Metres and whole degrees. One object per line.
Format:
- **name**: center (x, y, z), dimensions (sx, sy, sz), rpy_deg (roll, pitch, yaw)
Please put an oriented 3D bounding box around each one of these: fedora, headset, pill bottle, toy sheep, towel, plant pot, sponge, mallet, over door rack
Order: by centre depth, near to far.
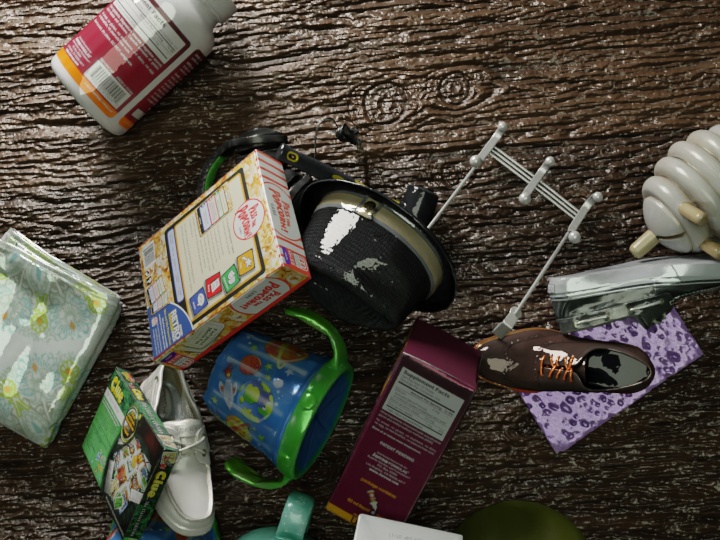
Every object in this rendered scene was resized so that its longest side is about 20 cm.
- **plant pot**: center (0.173, 0.355, 0.977), dimensions (0.184, 0.200, 0.191), rpy_deg (0, 89, 4)
- **fedora**: center (0.000, 0.000, 0.999), dimensions (0.200, 0.201, 0.092), rpy_deg (37, 62, 4)
- **toy sheep**: center (0.371, -0.081, 1.011), dimensions (0.199, 0.138, 0.139), rpy_deg (-35, 87, 1)
- **over door rack**: center (0.159, -0.049, 1.035), dimensions (0.147, 0.067, 0.201), rpy_deg (37, 76, 4)
- **mallet**: center (0.001, -0.099, 1.042), dimensions (0.199, 0.041, 0.066), rpy_deg (32, 87, -24)
- **pill bottle**: center (-0.238, -0.258, 1.060), dimensions (0.200, 0.113, 0.113), rpy_deg (-42, 87, 1)
- **sponge**: center (0.271, 0.103, 1.063), dimensions (0.199, 0.030, 0.112), rpy_deg (-35, 86, 3)
- **headset**: center (-0.092, -0.108, 1.081), dimensions (0.198, 0.094, 0.125), rpy_deg (-32, 86, 17)
- **towel**: center (-0.389, 0.076, 1.093), dimensions (0.170, 0.048, 0.202), rpy_deg (29, 91, 4)

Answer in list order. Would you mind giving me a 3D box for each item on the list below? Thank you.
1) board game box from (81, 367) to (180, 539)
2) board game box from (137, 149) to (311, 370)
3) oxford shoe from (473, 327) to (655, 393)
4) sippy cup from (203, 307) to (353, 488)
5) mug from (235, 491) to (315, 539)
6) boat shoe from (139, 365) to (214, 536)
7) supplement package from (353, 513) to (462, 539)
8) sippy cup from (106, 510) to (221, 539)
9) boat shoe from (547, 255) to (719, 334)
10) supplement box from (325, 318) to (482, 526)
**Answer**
- **board game box**: center (-0.251, 0.192, 1.015), dimensions (0.023, 0.200, 0.106), rpy_deg (19, 99, -32)
- **board game box**: center (-0.152, -0.009, 1.011), dimensions (0.199, 0.046, 0.153), rpy_deg (-34, 54, 27)
- **oxford shoe**: center (0.215, 0.097, 1.014), dimensions (0.196, 0.073, 0.073), rpy_deg (0, 86, 10)
- **sippy cup**: center (-0.094, 0.136, 1.033), dimensions (0.129, 0.140, 0.179), rpy_deg (25, 66, 14)
- **mug**: center (-0.084, 0.350, 1.035), dimensions (0.185, 0.114, 0.153), rpy_deg (-41, 86, 1)
- **boat shoe**: center (-0.198, 0.185, 1.020), dimensions (0.070, 0.070, 0.202), rpy_deg (-56, 46, 36)
- **supplement package**: center (0.034, 0.365, 0.979), dimensions (0.112, 0.110, 0.202), rpy_deg (10, 132, 4)
- **sippy cup**: center (-0.229, 0.321, 1.036), dimensions (0.139, 0.130, 0.179), rpy_deg (-36, 87, 2)
- **boat shoe**: center (0.302, 0.028, 1.020), dimensions (0.196, 0.072, 0.072), rpy_deg (-9, 95, 7)
- **supplement box**: center (0.048, 0.169, 1.007), dimensions (0.085, 0.110, 0.202), rpy_deg (26, 108, 3)
